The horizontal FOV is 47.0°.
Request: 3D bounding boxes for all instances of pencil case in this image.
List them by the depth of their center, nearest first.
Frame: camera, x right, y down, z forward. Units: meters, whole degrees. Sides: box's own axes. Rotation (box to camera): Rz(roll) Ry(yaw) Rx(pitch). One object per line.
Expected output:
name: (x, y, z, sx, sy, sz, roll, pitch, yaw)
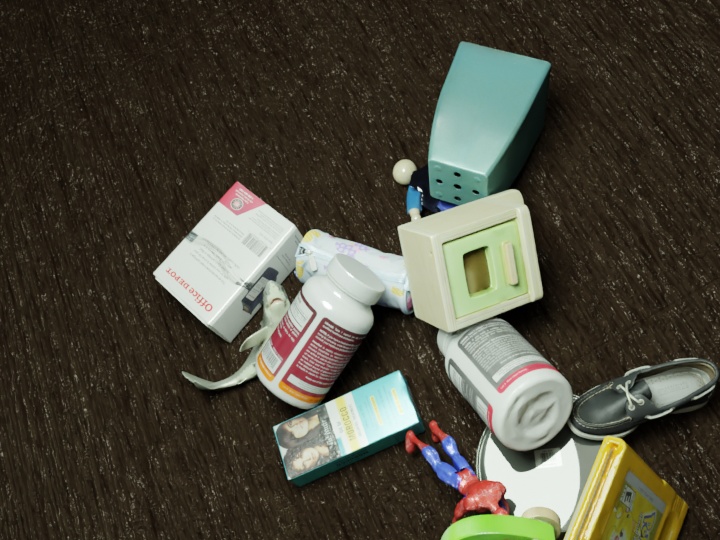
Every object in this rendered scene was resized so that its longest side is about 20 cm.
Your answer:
pencil case: (0.000, 0.000, 1.225, 0.197, 0.091, 0.084, 17, 71, 22)

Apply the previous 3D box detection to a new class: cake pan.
cake pan: (0.245, 0.249, 1.067, 0.197, 0.037, 0.204, -7, 64, 14)

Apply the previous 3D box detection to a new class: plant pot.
plant pot: (0.177, -0.198, 1.209, 0.139, 0.142, 0.202, 17, 63, 17)

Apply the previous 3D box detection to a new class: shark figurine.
shark figurine: (-0.160, 0.112, 1.246, 0.215, 0.128, 0.090, -48, 35, 11)

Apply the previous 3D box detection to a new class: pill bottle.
pill bottle: (0.177, 0.130, 1.071, 0.110, 0.111, 0.200, -36, 35, -2)
pill bottle: (-0.053, 0.083, 1.152, 0.113, 0.112, 0.201, 43, 107, 28)

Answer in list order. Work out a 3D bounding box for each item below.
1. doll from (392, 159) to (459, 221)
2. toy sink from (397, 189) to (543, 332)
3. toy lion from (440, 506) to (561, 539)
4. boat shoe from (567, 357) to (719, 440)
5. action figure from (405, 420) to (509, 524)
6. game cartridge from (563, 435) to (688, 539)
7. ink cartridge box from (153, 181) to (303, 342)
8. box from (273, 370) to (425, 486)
doll: (0.126, -0.115, 1.261, 0.199, 0.049, 0.137, 35, 71, 28)
toy sink: (0.168, -0.018, 1.105, 0.197, 0.133, 0.112, -18, 16, -20)
toy lion: (0.134, 0.362, 0.969, 0.188, 0.203, 0.069, 3, 34, 7)
boat shoe: (0.355, 0.158, 1.037, 0.196, 0.061, 0.075, -11, 57, -5)
action figure: (0.131, 0.282, 1.049, 0.064, 0.101, 0.200, -20, 24, -19)
game cartridge: (0.299, 0.309, 0.936, 0.032, 0.200, 0.178, 9, 66, 50)
ink cartridge box: (-0.200, -0.013, 1.294, 0.144, 0.085, 0.201, 36, 79, 27)
box: (-0.017, 0.220, 1.152, 0.197, 0.049, 0.083, -25, 61, 4)
